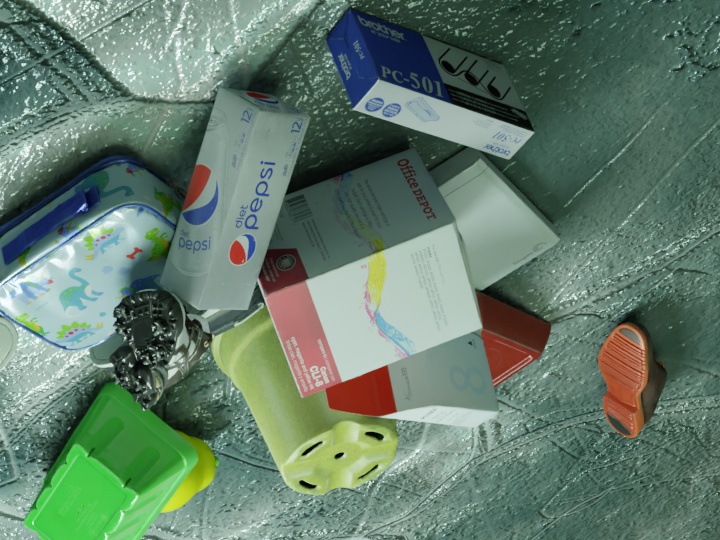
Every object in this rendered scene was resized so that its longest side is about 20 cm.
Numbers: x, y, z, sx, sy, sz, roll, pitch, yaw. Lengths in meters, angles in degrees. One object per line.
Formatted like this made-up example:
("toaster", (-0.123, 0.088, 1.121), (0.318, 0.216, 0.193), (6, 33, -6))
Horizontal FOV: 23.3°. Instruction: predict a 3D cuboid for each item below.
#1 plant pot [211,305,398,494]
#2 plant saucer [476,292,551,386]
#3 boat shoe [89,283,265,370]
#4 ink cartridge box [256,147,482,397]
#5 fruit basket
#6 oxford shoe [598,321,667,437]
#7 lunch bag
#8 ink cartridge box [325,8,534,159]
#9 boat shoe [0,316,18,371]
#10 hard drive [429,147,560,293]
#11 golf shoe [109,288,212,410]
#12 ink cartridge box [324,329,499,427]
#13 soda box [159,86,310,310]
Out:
("plant pot", (-0.044, 0.132, 1.898), (0.199, 0.185, 0.201), (-14, 143, -10))
("plant saucer", (0.112, 0.113, 2.050), (0.200, 0.037, 0.199), (-37, 151, 19))
("boat shoe", (-0.186, 0.056, 1.822), (0.199, 0.076, 0.060), (-26, 138, 8))
("ink cartridge box", (0.000, 0.000, 1.735), (0.199, 0.146, 0.145), (-21, 128, -3))
("fruit basket", (-0.259, 0.225, 1.984), (0.216, 0.155, 0.216), (-51, 177, -3))
("oxford shoe", (0.347, 0.123, 2.198), (0.072, 0.071, 0.201), (-39, 148, -25))
("lunch bag", (-0.255, -0.017, 1.686), (0.200, 0.083, 0.161), (-33, 143, 16))
("ink cartridge box", (0.067, -0.172, 1.634), (0.199, 0.094, 0.044), (14, 132, -38))
("boat shoe", (-0.431, 0.106, 1.797), (0.200, 0.073, 0.062), (-36, -175, 9))
("hard drive", (0.116, -0.048, 1.878), (0.132, 0.027, 0.200), (-32, 143, 16))
("golf shoe", (-0.188, 0.057, 1.701), (0.094, 0.078, 0.200), (-36, 169, -27))
("ink cartridge box", (0.045, 0.078, 1.853), (0.199, 0.161, 0.047), (10, 146, -35))
("soda box", (-0.118, -0.065, 1.630), (0.068, 0.063, 0.201), (1, 113, -47))
